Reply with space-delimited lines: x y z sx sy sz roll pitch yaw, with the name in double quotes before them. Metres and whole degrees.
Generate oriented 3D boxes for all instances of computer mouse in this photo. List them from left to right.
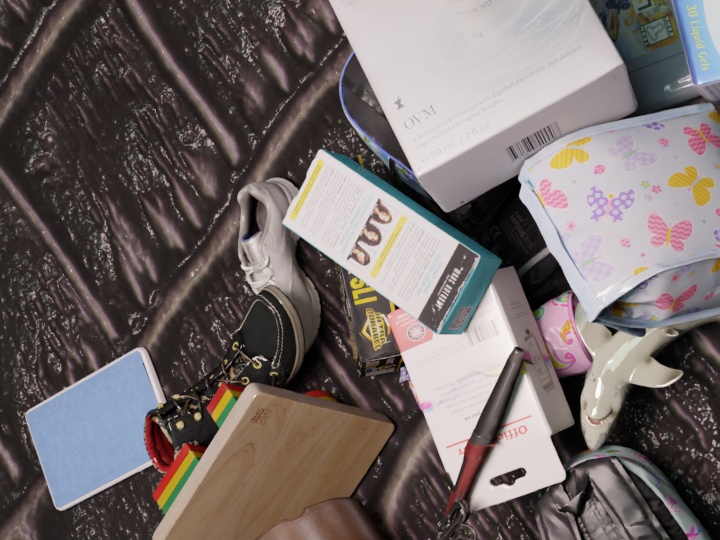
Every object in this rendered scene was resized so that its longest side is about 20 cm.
"computer mouse" 0.164 -0.016 1.503 0.200 0.053 0.139 -36 52 18

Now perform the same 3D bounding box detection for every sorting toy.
"sorting toy" -0.098 0.202 1.577 0.201 0.198 0.070 -57 45 15

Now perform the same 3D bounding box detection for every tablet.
"tablet" -0.304 0.187 1.790 0.199 0.014 0.131 -29 75 27

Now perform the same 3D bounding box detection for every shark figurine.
"shark figurine" 0.287 0.066 1.414 0.214 0.089 0.129 -27 73 15

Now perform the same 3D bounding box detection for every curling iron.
"curling iron" 0.113 0.162 1.377 0.050 0.025 0.201 40 114 58

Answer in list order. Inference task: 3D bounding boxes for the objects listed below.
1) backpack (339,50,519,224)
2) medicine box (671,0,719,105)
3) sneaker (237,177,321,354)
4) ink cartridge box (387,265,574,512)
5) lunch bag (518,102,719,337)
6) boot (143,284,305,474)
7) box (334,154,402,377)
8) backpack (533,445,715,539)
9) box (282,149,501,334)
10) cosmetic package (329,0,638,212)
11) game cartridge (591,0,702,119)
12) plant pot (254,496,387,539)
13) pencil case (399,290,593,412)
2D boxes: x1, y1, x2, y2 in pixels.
"backpack" 0.089 -0.163 1.491 0.200 0.147 0.183 38 93 19
"medicine box" 0.378 -0.266 1.352 0.199 0.103 0.183 -16 81 22
"sneaker" -0.098 -0.001 1.637 0.074 0.087 0.201 -15 82 26
"ink cartridge box" 0.119 0.111 1.425 0.116 0.067 0.201 -23 84 28
"lunch bag" 0.252 -0.041 1.350 0.128 0.199 0.170 106 144 -50
"boot" -0.141 0.118 1.578 0.073 0.153 0.204 43 140 23
"box" 0.000 0.000 1.540 0.049 0.160 0.201 -12 81 -1
"backpack" 0.245 0.261 1.404 0.166 0.127 0.201 -33 82 10
"box" 0.027 -0.027 1.404 0.200 0.049 0.083 36 105 27
"cosmetic package" 0.107 -0.196 1.349 0.199 0.123 0.201 -29 70 8
"game cartridge" 0.251 -0.244 1.474 0.132 0.041 0.201 -19 79 24
"plant pot" -0.018 0.350 1.529 0.200 0.200 0.199 -44 60 21
"pencil case" 0.141 0.085 1.498 0.199 0.087 0.088 -22 78 29
